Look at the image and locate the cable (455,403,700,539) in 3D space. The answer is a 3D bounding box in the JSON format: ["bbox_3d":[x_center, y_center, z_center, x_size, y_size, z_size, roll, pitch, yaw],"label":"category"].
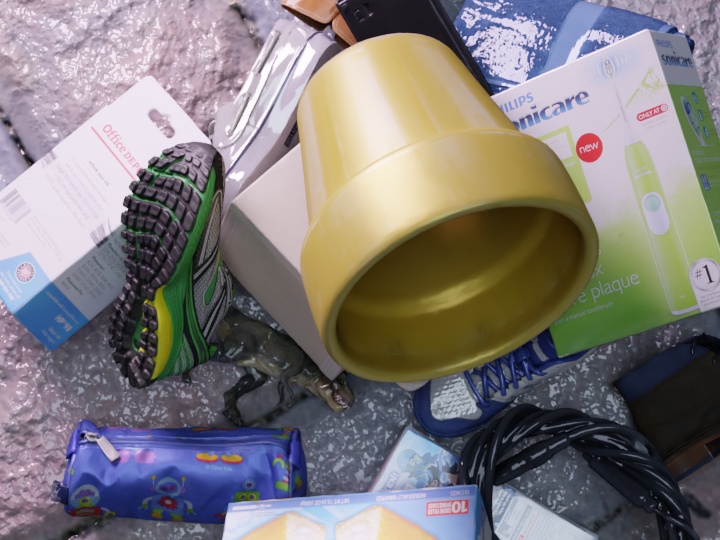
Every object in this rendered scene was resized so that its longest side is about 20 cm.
[{"bbox_3d":[0.170,0.193,1.125,0.197,0.051,0.165,10,78,2],"label":"cable"}]

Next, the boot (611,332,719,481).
[{"bbox_3d":[0.293,0.078,1.139,0.200,0.075,0.097,-43,77,24],"label":"boot"}]

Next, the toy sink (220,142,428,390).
[{"bbox_3d":[0.000,0.000,1.128,0.200,0.112,0.130,45,64,5],"label":"toy sink"}]

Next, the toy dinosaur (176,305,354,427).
[{"bbox_3d":[-0.099,0.071,1.168,0.199,0.047,0.088,37,81,6],"label":"toy dinosaur"}]

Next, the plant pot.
[{"bbox_3d":[0.042,-0.055,1.003,0.199,0.202,0.190,-17,56,-4],"label":"plant pot"}]

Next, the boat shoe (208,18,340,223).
[{"bbox_3d":[-0.091,-0.114,1.173,0.065,0.072,0.201,28,89,15],"label":"boat shoe"}]

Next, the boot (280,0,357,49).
[{"bbox_3d":[-0.023,-0.283,1.192,0.199,0.074,0.155,36,88,4],"label":"boot"}]

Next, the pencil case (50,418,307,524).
[{"bbox_3d":[-0.140,0.159,1.135,0.197,0.087,0.079,3,50,-3],"label":"pencil case"}]

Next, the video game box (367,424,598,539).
[{"bbox_3d":[0.065,0.256,1.153,0.181,0.047,0.201,30,83,-2],"label":"video game box"}]

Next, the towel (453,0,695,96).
[{"bbox_3d":[0.160,-0.170,1.155,0.199,0.049,0.113,22,81,30],"label":"towel"}]

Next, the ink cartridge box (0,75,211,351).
[{"bbox_3d":[-0.206,-0.047,1.136,0.199,0.067,0.116,-39,53,-5],"label":"ink cartridge box"}]

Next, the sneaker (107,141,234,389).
[{"bbox_3d":[-0.134,-0.009,1.087,0.078,0.085,0.202,40,128,34],"label":"sneaker"}]

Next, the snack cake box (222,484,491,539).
[{"bbox_3d":[-0.005,0.231,1.057,0.197,0.068,0.116,-6,45,13],"label":"snack cake box"}]

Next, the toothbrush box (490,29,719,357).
[{"bbox_3d":[0.192,-0.055,1.054,0.145,0.086,0.202,-19,83,31],"label":"toothbrush box"}]

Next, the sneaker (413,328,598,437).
[{"bbox_3d":[0.127,0.063,1.154,0.199,0.088,0.076,-35,88,-4],"label":"sneaker"}]

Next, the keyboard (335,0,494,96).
[{"bbox_3d":[0.043,-0.139,1.168,0.126,0.021,0.201,-26,102,26],"label":"keyboard"}]
